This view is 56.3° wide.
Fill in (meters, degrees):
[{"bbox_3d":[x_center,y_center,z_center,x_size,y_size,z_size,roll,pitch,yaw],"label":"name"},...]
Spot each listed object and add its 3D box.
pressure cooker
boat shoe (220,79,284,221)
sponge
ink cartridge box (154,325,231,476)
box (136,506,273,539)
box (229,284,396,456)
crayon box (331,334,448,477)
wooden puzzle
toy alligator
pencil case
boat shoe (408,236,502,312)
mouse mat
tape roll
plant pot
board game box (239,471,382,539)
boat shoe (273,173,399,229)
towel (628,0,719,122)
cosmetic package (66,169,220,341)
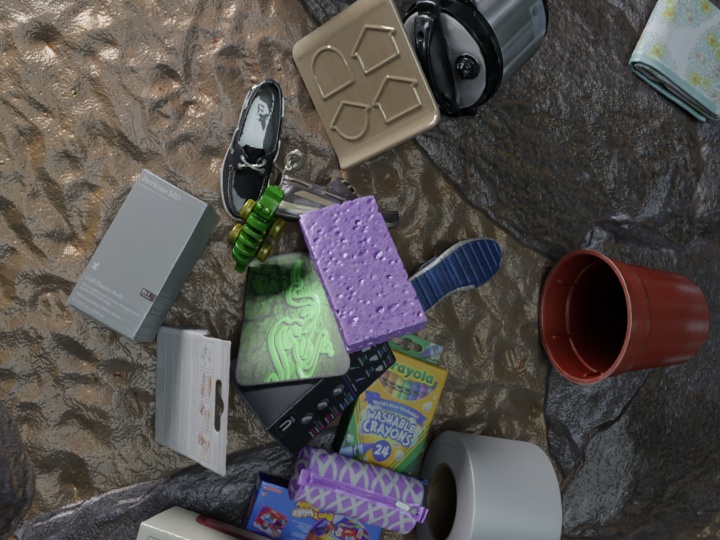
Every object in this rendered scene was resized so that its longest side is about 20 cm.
[{"bbox_3d":[0.150,-0.331,0.958,0.176,0.179,0.200,45,66,-3],"label":"pressure cooker"},{"bbox_3d":[-0.149,-0.170,0.951,0.073,0.060,0.203,17,86,-17],"label":"boat shoe"},{"bbox_3d":[0.000,0.000,0.893,0.110,0.030,0.202,-17,65,-12],"label":"sponge"},{"bbox_3d":[-0.204,0.159,0.870,0.050,0.198,0.164,2,90,-43],"label":"ink cartridge box"},{"bbox_3d":[-0.194,0.410,0.881,0.197,0.109,0.130,15,86,12],"label":"box"},{"bbox_3d":[-0.067,0.131,0.929,0.200,0.122,0.107,-41,144,-11],"label":"box"},{"bbox_3d":[0.050,0.193,1.015,0.124,0.052,0.203,21,84,-15],"label":"crayon box"},{"bbox_3d":[0.010,-0.268,0.956,0.046,0.184,0.203,-27,97,-52],"label":"wooden puzzle"},{"bbox_3d":[-0.134,-0.072,0.914,0.059,0.054,0.201,31,114,-1],"label":"toy alligator"},{"bbox_3d":[-0.004,0.312,0.950,0.197,0.085,0.085,20,89,-14],"label":"pencil case"},{"bbox_3d":[0.123,0.006,1.023,0.198,0.072,0.073,-25,96,-19],"label":"boat shoe"},{"bbox_3d":[-0.088,0.057,0.912,0.158,0.008,0.203,-8,57,12],"label":"mouse mat"},{"bbox_3d":[0.178,0.344,0.976,0.137,0.202,0.206,11,87,-16],"label":"tape roll"},{"bbox_3d":[0.419,0.074,1.055,0.192,0.200,0.204,3,90,-24],"label":"plant pot"},{"bbox_3d":[-0.078,0.393,0.984,0.198,0.045,0.136,22,85,-15],"label":"board game box"},{"bbox_3d":[-0.034,-0.100,0.978,0.197,0.074,0.075,8,89,-17],"label":"boat shoe"},{"bbox_3d":[0.571,-0.375,1.160,0.198,0.048,0.173,30,80,-14],"label":"towel"},{"bbox_3d":[-0.282,-0.018,0.894,0.106,0.090,0.202,26,86,4],"label":"cosmetic package"}]
